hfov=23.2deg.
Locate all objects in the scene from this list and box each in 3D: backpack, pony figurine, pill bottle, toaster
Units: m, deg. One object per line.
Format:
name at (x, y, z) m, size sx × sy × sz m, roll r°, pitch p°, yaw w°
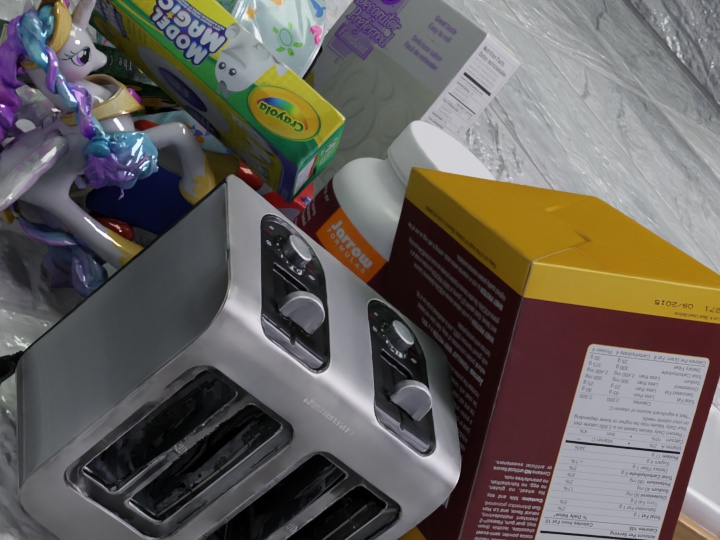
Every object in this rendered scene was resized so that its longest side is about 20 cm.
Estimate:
backpack at (-0.112, -0.182, 1.353) m, size 0.150 × 0.178 × 0.200 m, roll 30°, pitch 22°, yaw -28°
pony figurine at (-0.186, -0.066, 1.015) m, size 0.200 × 0.193 × 0.167 m, roll 50°, pitch 13°, yaw -46°
pill bottle at (0.000, 0.000, 1.166) m, size 0.113 × 0.200 × 0.113 m, roll 37°, pitch 20°, yaw -16°
toaster at (-0.073, 0.078, 0.917) m, size 0.181 × 0.200 × 0.119 m, roll 41°, pitch 21°, yaw -30°

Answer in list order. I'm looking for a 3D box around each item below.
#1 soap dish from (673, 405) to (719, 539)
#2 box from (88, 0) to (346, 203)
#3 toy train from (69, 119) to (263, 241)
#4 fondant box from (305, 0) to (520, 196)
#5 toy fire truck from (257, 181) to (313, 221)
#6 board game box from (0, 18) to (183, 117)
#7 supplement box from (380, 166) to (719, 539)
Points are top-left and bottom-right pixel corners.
soap dish at (0.207, 0.141, 1.334) m, size 0.157 × 0.081 × 0.200 m, roll 33°, pitch 21°, yaw -9°
box at (-0.099, -0.130, 1.051) m, size 0.200 × 0.048 × 0.117 m, roll 44°, pitch -9°, yaw 3°
toy train at (-0.171, -0.075, 1.193) m, size 0.200 × 0.085 × 0.116 m, roll 21°, pitch 13°, yaw -32°
fondant box at (0.013, -0.135, 1.424) m, size 0.058 × 0.200 × 0.144 m, roll 33°, pitch 9°, yaw -49°
toy fire truck at (0.016, -0.026, 1.281) m, size 0.200 × 0.141 × 0.049 m, roll 35°, pitch 27°, yaw -21°
board game box at (-0.190, -0.129, 1.143) m, size 0.200 × 0.105 × 0.024 m, roll 9°, pitch 80°, yaw -48°
supplement box at (0.097, 0.067, 1.037) m, size 0.133 × 0.200 × 0.197 m, roll 8°, pitch 15°, yaw -20°
